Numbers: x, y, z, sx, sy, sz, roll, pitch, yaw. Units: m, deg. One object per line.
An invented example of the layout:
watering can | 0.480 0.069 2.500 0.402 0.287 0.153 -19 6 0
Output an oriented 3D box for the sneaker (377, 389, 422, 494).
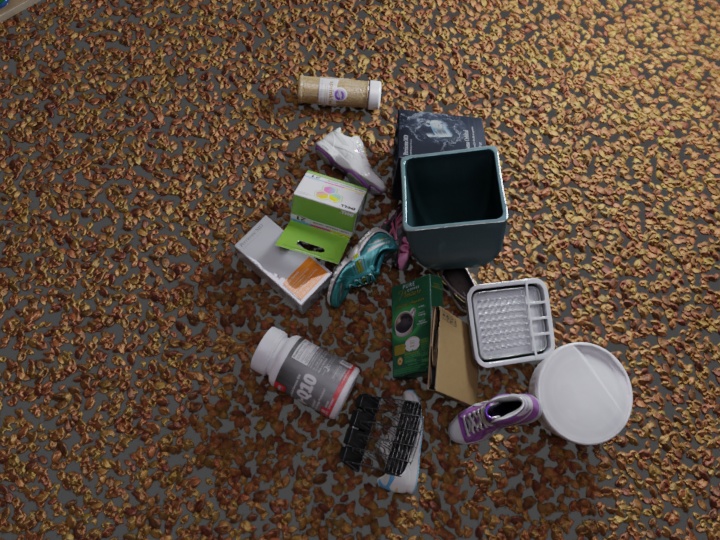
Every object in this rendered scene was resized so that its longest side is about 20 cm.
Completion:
sneaker | 0.079 0.334 1.242 0.080 0.077 0.201 7 68 1

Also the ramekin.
ramekin | 0.436 0.251 1.271 0.201 0.094 0.204 2 75 -7

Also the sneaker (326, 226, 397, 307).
sneaker | 0.000 0.000 1.336 0.080 0.077 0.200 38 91 17

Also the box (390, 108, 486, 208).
box | 0.173 -0.252 1.402 0.199 0.118 0.197 5 45 -1

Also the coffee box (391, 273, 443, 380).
coffee box | 0.119 0.118 1.299 0.044 0.123 0.201 16 64 -36

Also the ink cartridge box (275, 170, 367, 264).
ink cartridge box | -0.081 -0.117 1.350 0.147 0.076 0.200 17 40 3

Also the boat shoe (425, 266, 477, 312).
boat shoe | 0.198 0.000 1.377 0.072 0.060 0.201 -29 74 -12

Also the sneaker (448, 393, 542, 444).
sneaker | 0.238 0.280 1.210 0.200 0.114 0.073 -31 61 26

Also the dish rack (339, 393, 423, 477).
dish rack | 0.046 0.311 1.188 0.054 0.199 0.154 31 67 -33

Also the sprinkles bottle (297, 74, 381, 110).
sprinkles bottle | -0.051 -0.430 1.516 0.199 0.068 0.069 4 70 -1

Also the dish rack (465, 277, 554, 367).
dish rack | 0.309 0.109 1.318 0.199 0.044 0.173 -5 86 -22

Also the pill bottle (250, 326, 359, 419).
pill bottle | -0.112 0.202 1.257 0.199 0.114 0.114 27 71 7

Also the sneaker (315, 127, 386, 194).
sneaker | -0.009 -0.257 1.450 0.200 0.075 0.100 41 74 11

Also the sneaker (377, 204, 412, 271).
sneaker | 0.082 -0.100 1.406 0.095 0.079 0.201 10 68 14

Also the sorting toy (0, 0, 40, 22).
sorting toy | -0.906 -0.753 1.584 0.200 0.070 0.199 -39 77 -15

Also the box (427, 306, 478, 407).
box | 0.190 0.177 1.251 0.021 0.200 0.164 -6 67 31

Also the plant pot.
plant pot | 0.191 -0.104 1.283 0.194 0.200 0.197 -5 54 8

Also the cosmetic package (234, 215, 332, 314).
cosmetic package | -0.165 -0.012 1.355 0.200 0.071 0.101 40 73 11
